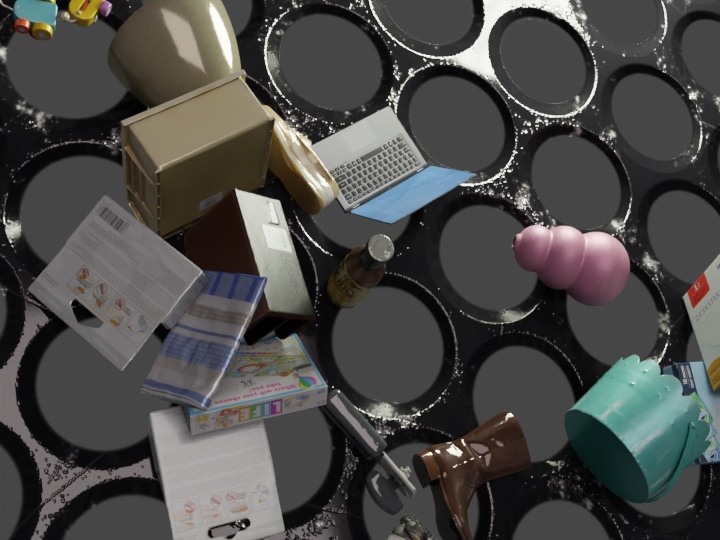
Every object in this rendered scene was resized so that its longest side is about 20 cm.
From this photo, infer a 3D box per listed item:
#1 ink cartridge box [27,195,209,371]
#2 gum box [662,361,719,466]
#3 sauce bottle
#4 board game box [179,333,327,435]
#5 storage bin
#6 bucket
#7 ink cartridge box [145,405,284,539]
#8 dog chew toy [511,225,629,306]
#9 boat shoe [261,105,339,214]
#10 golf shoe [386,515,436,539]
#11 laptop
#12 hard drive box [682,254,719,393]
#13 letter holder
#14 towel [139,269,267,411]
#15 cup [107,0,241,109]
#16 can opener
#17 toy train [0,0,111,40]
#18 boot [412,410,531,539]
[{"bbox_3d":[-0.340,0.019,1.266,0.199,0.044,0.175,36,82,16],"label":"ink cartridge box"},{"bbox_3d":[0.640,0.246,1.571,0.196,0.045,0.173,-1,71,-21],"label":"gum box"},{"bbox_3d":[0.000,0.000,1.340,0.063,0.200,0.066,6,68,-15],"label":"sauce bottle"},{"bbox_3d":[-0.161,0.157,1.274,0.196,0.035,0.135,-9,34,-22],"label":"board game box"},{"bbox_3d":[-0.237,-0.159,1.314,0.198,0.200,0.094,-30,71,-27],"label":"storage bin"},{"bbox_3d":[0.428,0.252,1.409,0.134,0.207,0.209,-35,85,-17],"label":"bucket"},{"bbox_3d":[-0.202,0.282,1.254,0.157,0.047,0.204,-9,77,-23],"label":"ink cartridge box"},{"bbox_3d":[0.352,-0.018,1.523,0.196,0.125,0.127,18,66,-5],"label":"dog chew toy"},{"bbox_3d":[-0.107,-0.184,1.445,0.069,0.074,0.202,-31,84,-38],"label":"boat shoe"},{"bbox_3d":[0.109,0.454,1.298,0.200,0.078,0.095,45,80,2],"label":"golf shoe"},{"bbox_3d":[0.048,-0.177,1.468,0.186,0.116,0.202,-30,83,-27],"label":"laptop"},{"bbox_3d":[0.648,0.087,1.538,0.075,0.157,0.203,7,50,-13],"label":"hard drive box"},{"bbox_3d":[-0.172,0.009,1.334,0.100,0.141,0.203,10,54,-50],"label":"letter holder"},{"bbox_3d":[-0.217,0.090,1.231,0.024,0.145,0.203,42,64,-42],"label":"towel"},{"bbox_3d":[-0.257,-0.297,1.345,0.198,0.201,0.144,-28,77,-26],"label":"cup"},{"bbox_3d":[0.009,0.267,1.329,0.066,0.053,0.201,-36,86,-26],"label":"can opener"},{"bbox_3d":[-0.477,-0.434,1.406,0.199,0.056,0.151,-36,85,-30],"label":"toy train"},{"bbox_3d":[0.198,0.328,1.374,0.197,0.064,0.189,-16,76,-28],"label":"boot"}]
